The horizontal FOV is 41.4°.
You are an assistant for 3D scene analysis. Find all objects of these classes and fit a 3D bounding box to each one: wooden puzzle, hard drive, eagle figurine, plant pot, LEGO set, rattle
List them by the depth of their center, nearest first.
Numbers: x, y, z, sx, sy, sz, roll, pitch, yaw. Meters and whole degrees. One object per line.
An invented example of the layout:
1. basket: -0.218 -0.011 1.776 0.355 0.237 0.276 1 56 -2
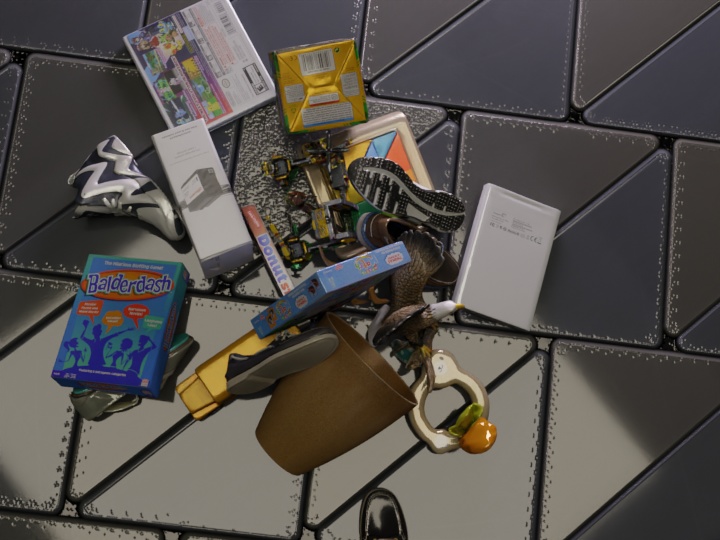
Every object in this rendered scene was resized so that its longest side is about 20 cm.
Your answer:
1. eagle figurine: 0.073 0.054 1.357 0.151 0.200 0.152 -37 52 -5
2. plant pot: -0.051 0.195 1.376 0.186 0.186 0.200 45 94 5
3. rattle: 0.117 0.171 1.402 0.130 0.143 0.200 -18 87 12
4. LEGO set: -0.077 -0.105 1.424 0.153 0.116 0.200 -4 87 15
5. hard drive: 0.228 -0.020 1.484 0.132 0.026 0.200 20 79 -13
6. wooden puzzle: 0.017 -0.137 1.500 0.185 0.037 0.200 -21 81 -7

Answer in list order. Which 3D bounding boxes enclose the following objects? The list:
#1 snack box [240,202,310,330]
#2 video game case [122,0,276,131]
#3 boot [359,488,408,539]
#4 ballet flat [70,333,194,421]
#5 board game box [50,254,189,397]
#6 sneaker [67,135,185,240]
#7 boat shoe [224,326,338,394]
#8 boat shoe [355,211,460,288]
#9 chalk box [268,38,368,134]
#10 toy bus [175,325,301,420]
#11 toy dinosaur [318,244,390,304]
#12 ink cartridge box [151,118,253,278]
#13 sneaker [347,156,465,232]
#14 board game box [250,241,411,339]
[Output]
1. snack box: -0.128 -0.004 1.448 0.024 0.072 0.200 -26 82 -6
2. video game case: -0.255 -0.324 1.525 0.182 0.023 0.200 -27 83 -8
3. boot: 0.039 0.413 1.342 0.073 0.151 0.200 1 80 -3
4. ballet flat: -0.331 0.161 1.419 0.200 0.067 0.064 -26 110 -7
5. board game box: -0.349 0.078 1.395 0.152 0.045 0.200 4 63 10
6. sneaker: -0.366 -0.096 1.447 0.130 0.079 0.199 -39 84 -8
7. boat shoe: -0.114 0.110 1.310 0.200 0.073 0.063 -29 58 33
8. boat shoe: 0.085 -0.024 1.426 0.200 0.072 0.072 26 78 -33
9. chalk box: -0.069 -0.282 1.451 0.124 0.200 0.124 -11 103 -5
10. toy bus: -0.178 0.142 1.415 0.200 0.078 0.065 -34 83 -9
11. toy dinosaur: 0.000 0.000 1.445 0.200 0.060 0.106 -12 100 -42
12. ink cartridge box: -0.232 -0.104 1.423 0.084 0.145 0.200 -21 82 -9
13. sneaker: 0.058 -0.109 1.420 0.200 0.080 0.074 26 83 -28
14. board game box: -0.044 0.028 1.313 0.151 0.200 0.037 -20 81 -37
